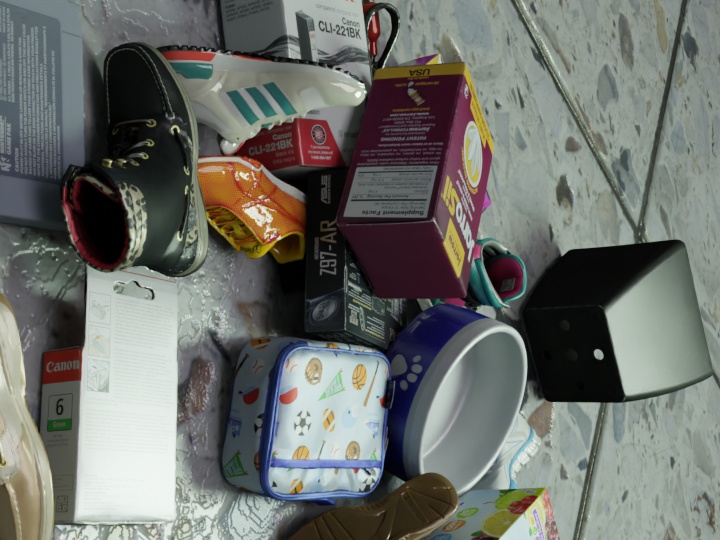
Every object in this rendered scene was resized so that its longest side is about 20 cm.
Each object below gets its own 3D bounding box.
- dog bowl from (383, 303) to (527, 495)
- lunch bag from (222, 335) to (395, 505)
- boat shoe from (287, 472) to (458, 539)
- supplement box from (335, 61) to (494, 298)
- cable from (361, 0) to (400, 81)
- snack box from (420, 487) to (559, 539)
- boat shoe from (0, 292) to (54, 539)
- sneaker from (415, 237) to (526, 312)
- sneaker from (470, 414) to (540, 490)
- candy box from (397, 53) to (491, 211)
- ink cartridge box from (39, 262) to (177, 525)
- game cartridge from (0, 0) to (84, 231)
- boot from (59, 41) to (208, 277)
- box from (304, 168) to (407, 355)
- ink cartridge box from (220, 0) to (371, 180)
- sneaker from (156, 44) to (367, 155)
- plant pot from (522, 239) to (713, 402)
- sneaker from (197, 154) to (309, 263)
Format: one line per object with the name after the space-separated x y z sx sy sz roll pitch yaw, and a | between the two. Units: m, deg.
0.095 0.141 1.302 0.199 0.078 0.202 -30 131 -41 | dog bowl
-0.044 0.149 1.162 0.199 0.075 0.162 14 81 -52 | lunch bag
0.007 0.268 1.192 0.199 0.065 0.072 -18 65 -25 | boat shoe
0.059 -0.090 1.197 0.131 0.102 0.201 62 35 -51 | supplement box
0.006 -0.214 1.315 0.050 0.096 0.202 -112 -171 -74 | cable
0.089 0.298 1.246 0.199 0.168 0.068 -26 103 -52 | snack box
-0.273 0.116 0.855 0.069 0.073 0.202 -15 95 -43 | boat shoe
0.135 0.025 1.387 0.200 0.120 0.084 57 33 -54 | sneaker
0.153 0.224 1.453 0.087 0.074 0.200 62 31 -14 | sneaker
0.076 -0.136 1.413 0.136 0.061 0.201 -46 119 -49 | candy box
-0.202 0.103 0.971 0.109 0.050 0.202 16 69 -53 | ink cartridge box
-0.274 -0.136 0.931 0.133 0.040 0.202 11 74 -58 | game cartridge
-0.187 -0.093 0.967 0.154 0.073 0.206 -10 87 -75 | boot
0.000 0.000 1.245 0.200 0.043 0.162 30 58 -67 | box
-0.060 -0.197 1.209 0.144 0.083 0.202 -5 87 -56 | ink cartridge box
-0.095 -0.150 1.095 0.198 0.070 0.094 5 100 -12 | sneaker
0.337 0.084 1.645 0.177 0.198 0.202 -23 103 -43 | plant pot
-0.107 -0.056 1.120 0.199 0.072 0.078 23 61 -51 | sneaker
